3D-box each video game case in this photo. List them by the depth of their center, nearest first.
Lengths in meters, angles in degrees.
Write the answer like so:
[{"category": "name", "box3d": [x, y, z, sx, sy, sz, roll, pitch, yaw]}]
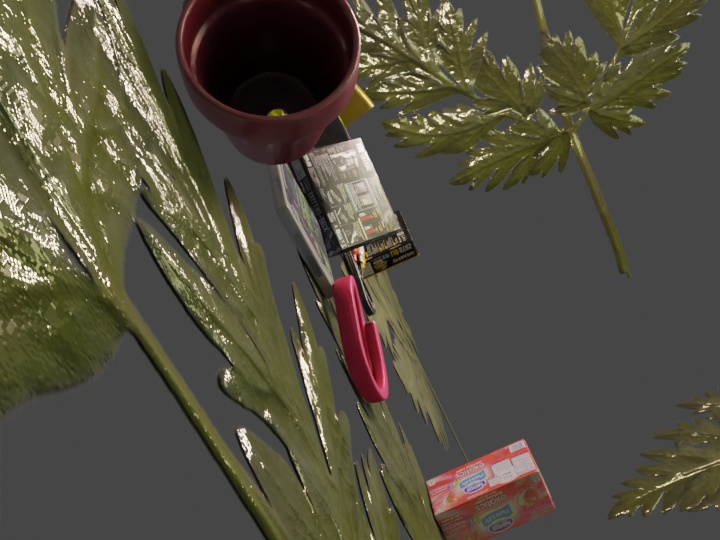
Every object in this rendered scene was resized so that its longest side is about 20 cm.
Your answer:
[{"category": "video game case", "box3d": [-0.094, -0.081, 1.206, 0.201, 0.023, 0.183, -108, 173, -52]}]

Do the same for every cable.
[{"category": "cable", "box3d": [0.000, 0.000, 1.685, 0.097, 0.050, 0.201, 59, 8, -51]}]

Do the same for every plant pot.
[{"category": "plant pot", "box3d": [-0.104, -0.219, 0.900, 0.179, 0.198, 0.202, 105, -37, -72]}, {"category": "plant pot", "box3d": [-0.100, -0.417, 1.863, 0.177, 0.199, 0.200, 53, 8, -14]}]

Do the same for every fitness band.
[{"category": "fitness band", "box3d": [0.001, 0.104, 1.173, 0.144, 0.037, 0.202, 61, 14, -58]}]

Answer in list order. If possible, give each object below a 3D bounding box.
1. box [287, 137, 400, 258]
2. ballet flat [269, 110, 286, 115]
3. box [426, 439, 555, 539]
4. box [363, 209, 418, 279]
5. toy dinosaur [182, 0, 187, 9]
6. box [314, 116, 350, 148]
[{"category": "box", "box3d": [-0.029, -0.143, 1.479, 0.050, 0.157, 0.202, -29, -96, 52]}, {"category": "ballet flat", "box3d": [-0.136, -0.264, 1.372, 0.200, 0.066, 0.067, 51, 15, -73]}, {"category": "box", "box3d": [0.230, 0.401, 1.374, 0.103, 0.198, 0.095, -103, 167, -70]}, {"category": "box", "box3d": [0.046, -0.063, 1.858, 0.200, 0.158, 0.050, -106, 169, -64]}, {"category": "toy dinosaur", "box3d": [-0.148, -0.340, 1.041, 0.135, 0.199, 0.087, 18, 53, -41]}, {"category": "box", "box3d": [-0.062, -0.224, 1.674, 0.201, 0.123, 0.150, 62, 6, -52]}]
